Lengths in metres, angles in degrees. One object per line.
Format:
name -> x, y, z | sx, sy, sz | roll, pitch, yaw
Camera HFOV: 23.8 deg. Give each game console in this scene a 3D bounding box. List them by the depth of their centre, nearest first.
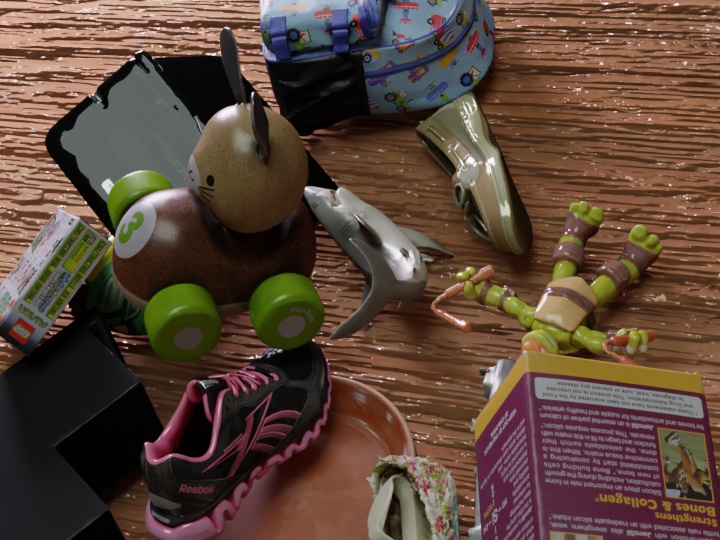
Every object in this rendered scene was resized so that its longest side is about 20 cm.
game console -> -0.138, -0.081, 1.461 | 0.176, 0.116, 0.200 | -40, 70, -2

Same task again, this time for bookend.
bookend -> -0.216, 0.159, 1.289 | 0.199, 0.093, 0.198 | -37, 47, -18

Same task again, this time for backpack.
backpack -> 0.018, -0.227, 1.551 | 0.197, 0.135, 0.184 | -5, 46, 12

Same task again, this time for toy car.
toy car -> -0.101, -0.065, 1.248 | 0.156, 0.202, 0.165 | -6, 42, -19

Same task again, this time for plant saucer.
plant saucer -> -0.052, 0.164, 1.266 | 0.198, 0.033, 0.202 | -10, 45, 10

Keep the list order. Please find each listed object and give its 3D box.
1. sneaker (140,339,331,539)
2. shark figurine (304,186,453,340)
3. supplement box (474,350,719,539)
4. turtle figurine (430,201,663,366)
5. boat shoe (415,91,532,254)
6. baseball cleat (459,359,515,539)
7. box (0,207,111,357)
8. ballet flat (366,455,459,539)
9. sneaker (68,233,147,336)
sneaker -> -0.091, 0.104, 1.244 | 0.078, 0.096, 0.200 | 12, 44, 33
shark figurine -> 0.014, 0.012, 1.350 | 0.090, 0.127, 0.215 | -60, 19, 14
supplement box -> 0.151, 0.167, 1.077 | 0.129, 0.104, 0.202 | 9, 55, -14
turtle figurine -> 0.167, 0.028, 1.292 | 0.198, 0.065, 0.162 | 17, 49, 28
boat shoe -> 0.093, -0.074, 1.419 | 0.063, 0.074, 0.202 | -24, 40, 7
baseball cleat -> 0.125, 0.152, 1.198 | 0.105, 0.070, 0.202 | 4, 52, 6
box -> -0.258, 0.005, 1.400 | 0.111, 0.035, 0.200 | -54, 14, -5
ballet flat -> 0.033, 0.196, 1.124 | 0.076, 0.064, 0.201 | -50, 24, 23
sneaker -> -0.162, -0.018, 1.468 | 0.084, 0.078, 0.201 | 24, 58, 15
